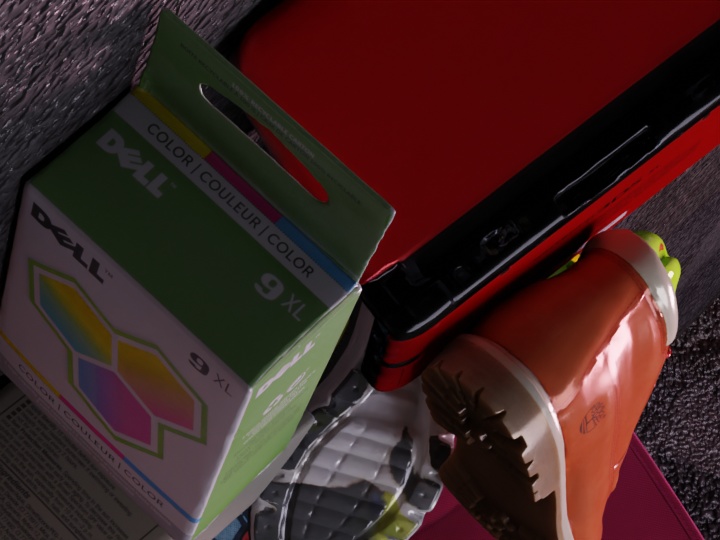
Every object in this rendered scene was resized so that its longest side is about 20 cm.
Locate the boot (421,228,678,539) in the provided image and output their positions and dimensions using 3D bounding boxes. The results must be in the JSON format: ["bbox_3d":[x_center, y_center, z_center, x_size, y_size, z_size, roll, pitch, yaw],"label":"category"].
[{"bbox_3d":[0.088,0.060,1.197,0.107,0.075,0.200,-45,158,-17],"label":"boot"}]

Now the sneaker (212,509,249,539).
[{"bbox_3d":[-0.038,0.100,1.366,0.199,0.096,0.079,-22,-158,-5],"label":"sneaker"}]

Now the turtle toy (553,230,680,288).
[{"bbox_3d":[0.136,0.044,2.050,0.200,0.101,0.146,-50,170,22],"label":"turtle toy"}]

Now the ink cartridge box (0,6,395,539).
[{"bbox_3d":[-0.063,0.008,1.007,0.059,0.104,0.200,-43,170,-26],"label":"ink cartridge box"}]

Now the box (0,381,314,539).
[{"bbox_3d":[-0.120,0.095,1.156,0.200,0.095,0.078,-37,169,-39],"label":"box"}]

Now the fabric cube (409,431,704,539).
[{"bbox_3d":[0.041,0.145,1.629,0.199,0.200,0.196,-30,171,-15],"label":"fabric cube"}]

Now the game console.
[{"bbox_3d":[0.055,-0.069,1.122,0.200,0.119,0.172,-37,171,-11],"label":"game console"}]

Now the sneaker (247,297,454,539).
[{"bbox_3d":[0.010,0.041,1.268,0.200,0.074,0.085,-63,-165,9],"label":"sneaker"}]
